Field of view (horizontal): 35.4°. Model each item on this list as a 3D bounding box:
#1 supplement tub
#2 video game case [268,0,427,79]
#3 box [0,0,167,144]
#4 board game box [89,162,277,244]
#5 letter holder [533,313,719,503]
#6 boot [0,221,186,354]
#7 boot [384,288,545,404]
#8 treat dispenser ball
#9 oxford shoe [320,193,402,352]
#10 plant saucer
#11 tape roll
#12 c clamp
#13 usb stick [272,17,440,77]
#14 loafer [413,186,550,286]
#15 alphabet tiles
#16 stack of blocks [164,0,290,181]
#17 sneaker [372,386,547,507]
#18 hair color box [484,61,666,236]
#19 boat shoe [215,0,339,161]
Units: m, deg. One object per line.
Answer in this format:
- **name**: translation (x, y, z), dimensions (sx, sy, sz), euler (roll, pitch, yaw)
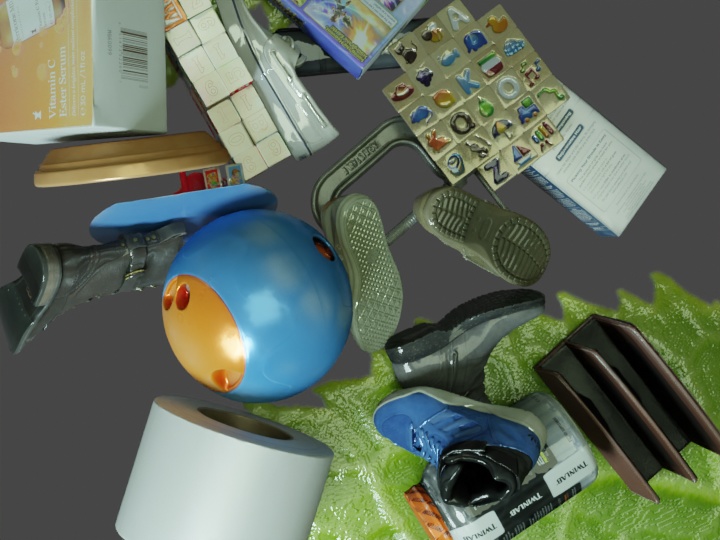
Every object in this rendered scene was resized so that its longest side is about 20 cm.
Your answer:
- **supplement tub**: translation (0.156, 0.236, 1.269), dimensions (0.199, 0.122, 0.123), euler (-33, 97, -7)
- **video game case**: translation (-0.017, -0.345, 1.242), dimensions (0.200, 0.045, 0.182), euler (41, 78, -1)
- **box**: translation (-0.304, -0.210, 1.135), dimensions (0.199, 0.106, 0.154), euler (0, 92, 31)
- **board game box**: translation (-0.188, -0.072, 1.192), dimensions (0.198, 0.158, 0.039), euler (-9, 76, -9)
- **letter holder**: translation (0.314, 0.161, 1.283), dimensions (0.100, 0.142, 0.200), euler (-40, 98, -6)
- **boot**: translation (-0.284, 0.019, 1.199), dimensions (0.173, 0.200, 0.070), euler (-11, 69, -39)
- **boot**: translation (0.133, 0.109, 1.298), dimensions (0.199, 0.070, 0.133), euler (-21, 104, -3)
- **treat dispenser ball**: translation (-0.107, 0.037, 1.178), dimensions (0.199, 0.201, 0.203), euler (0, 92, -10)
- **oxford shoe**: translation (0.000, 0.000, 1.254), dimensions (0.075, 0.058, 0.201), euler (-31, 125, -29)
- **plant saucer**: translation (-0.234, -0.116, 1.151), dimensions (0.198, 0.200, 0.038), euler (-8, 99, -9)
- **tape roll**: translation (-0.141, 0.226, 1.179), dimensions (0.201, 0.203, 0.140), euler (17, 89, -10)
- **c clamp**: translation (0.050, -0.082, 1.289), dimensions (0.199, 0.027, 0.171), euler (-35, 97, -7)
- **usb stick**: translation (-0.004, -0.252, 1.272), dimensions (0.198, 0.033, 0.056), euler (-7, 92, -10)
- **loafer**: translation (0.138, -0.046, 1.274), dimensions (0.199, 0.067, 0.076), euler (31, 91, -35)
- **alphabet tiles**: translation (0.129, -0.197, 1.257), dimensions (0.166, 0.006, 0.201), euler (-36, 86, -3)
- **stack of blocks**: translation (-0.150, -0.196, 1.208), dimensions (0.058, 0.115, 0.201), euler (-30, 97, -7)
- **sneaker**: translation (0.087, 0.190, 1.192), dimensions (0.198, 0.111, 0.077), euler (8, 125, 26)
- **hair color box**: translation (0.242, -0.137, 1.303), dimensions (0.199, 0.061, 0.100), euler (38, 85, -9)
- **boat shoe**: translation (-0.089, -0.219, 1.211), dimensions (0.065, 0.072, 0.201), euler (-28, 93, 2)
